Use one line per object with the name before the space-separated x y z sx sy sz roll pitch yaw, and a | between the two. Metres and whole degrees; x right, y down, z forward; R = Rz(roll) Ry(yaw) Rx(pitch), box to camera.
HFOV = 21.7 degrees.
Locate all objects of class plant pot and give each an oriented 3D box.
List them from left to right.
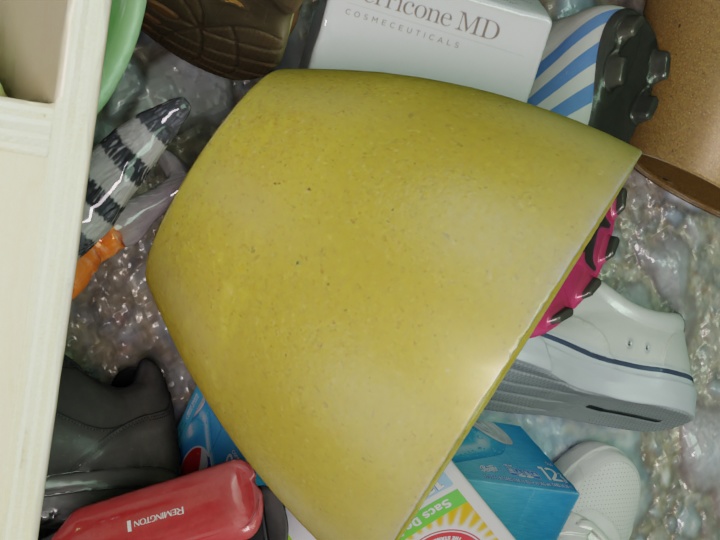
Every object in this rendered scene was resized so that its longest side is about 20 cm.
plant pot | 0.000 0.000 0.747 0.141 0.200 0.201 33 67 6
plant pot | 0.229 -0.131 1.023 0.186 0.186 0.201 30 86 -31

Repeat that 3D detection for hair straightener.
hair straightener | -0.121 0.135 0.787 0.077 0.198 0.041 52 17 -60

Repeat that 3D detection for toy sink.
toy sink | -0.155 -0.013 0.566 0.111 0.130 0.202 8 93 -26

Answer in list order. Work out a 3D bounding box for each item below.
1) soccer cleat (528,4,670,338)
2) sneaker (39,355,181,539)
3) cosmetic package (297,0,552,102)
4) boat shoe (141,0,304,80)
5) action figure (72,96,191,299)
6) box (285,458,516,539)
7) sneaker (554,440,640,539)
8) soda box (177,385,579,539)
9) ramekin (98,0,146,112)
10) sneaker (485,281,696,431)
soccer cleat | 0.094 -0.050 0.965 0.070 0.086 0.201 47 57 -36
sneaker | -0.166 0.073 0.805 0.199 0.076 0.092 6 73 -37
cosmetic package | 0.008 -0.040 0.856 0.101 0.074 0.202 14 108 -7
boat shoe | -0.048 -0.137 0.803 0.072 0.200 0.068 30 72 -9
action figure | -0.153 -0.002 0.672 0.195 0.104 0.200 -61 145 -16
box | -0.018 0.179 0.824 0.199 0.113 0.102 -28 130 -13
sneaker | 0.116 0.178 0.967 0.074 0.115 0.201 44 65 -24
soda box | 0.005 0.107 0.906 0.199 0.064 0.068 11 113 -35
ramekin | -0.194 -0.130 0.760 0.198 0.097 0.202 0 90 -35
sneaker | 0.097 0.035 0.991 0.199 0.073 0.072 16 62 -38
